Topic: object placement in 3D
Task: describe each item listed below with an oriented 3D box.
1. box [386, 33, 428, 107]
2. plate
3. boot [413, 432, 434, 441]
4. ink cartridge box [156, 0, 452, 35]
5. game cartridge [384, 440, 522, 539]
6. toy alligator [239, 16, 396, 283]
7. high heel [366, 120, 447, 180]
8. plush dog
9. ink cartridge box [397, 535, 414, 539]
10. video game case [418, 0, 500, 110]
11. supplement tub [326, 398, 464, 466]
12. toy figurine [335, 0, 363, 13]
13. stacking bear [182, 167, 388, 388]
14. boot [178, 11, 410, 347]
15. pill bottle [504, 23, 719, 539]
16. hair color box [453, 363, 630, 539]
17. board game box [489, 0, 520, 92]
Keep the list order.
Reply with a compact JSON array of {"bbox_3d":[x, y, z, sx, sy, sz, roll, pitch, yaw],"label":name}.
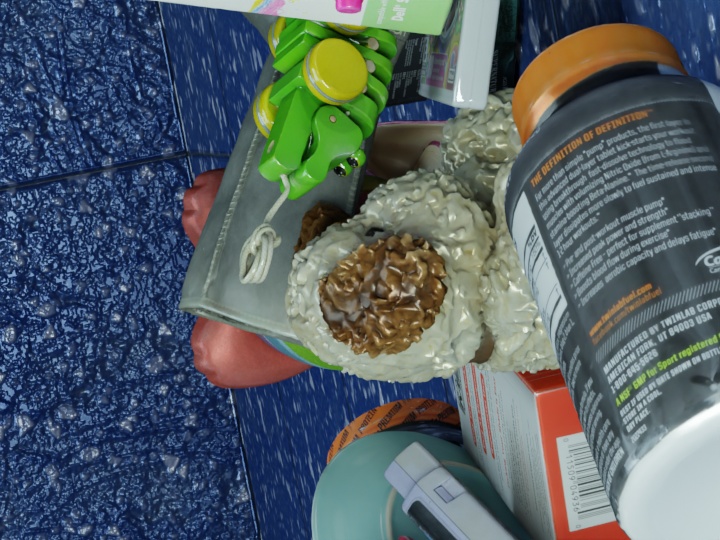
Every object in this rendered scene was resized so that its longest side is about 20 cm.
[{"bbox_3d":[0.006,-0.204,1.466,0.200,0.049,0.162,98,160,-63],"label":"box"},{"bbox_3d":[0.062,0.162,1.419,0.026,0.200,0.201,-46,45,34],"label":"plate"},{"bbox_3d":[0.050,0.193,1.507,0.075,0.073,0.201,33,-131,-68],"label":"boot"},{"bbox_3d":[-0.053,-0.183,1.226,0.067,0.199,0.118,108,167,-67],"label":"ink cartridge box"},{"bbox_3d":[0.093,0.166,1.291,0.130,0.038,0.200,40,-178,-36],"label":"game cartridge"},{"bbox_3d":[-0.015,-0.072,1.259,0.059,0.054,0.201,-34,39,52],"label":"toy alligator"},{"bbox_3d":[0.040,-0.060,1.447,0.200,0.096,0.068,-145,80,-87],"label":"high heel"},{"bbox_3d":[0.049,0.002,1.228,0.200,0.171,0.161,-165,64,-79],"label":"plush dog"},{"bbox_3d":[0.067,0.221,1.245,0.145,0.083,0.200,44,179,-16],"label":"ink cartridge box"},{"bbox_3d":[0.054,-0.178,1.254,0.143,0.018,0.201,-129,46,-83],"label":"video game case"},{"bbox_3d":[0.048,0.182,1.637,0.123,0.122,0.200,88,168,-47],"label":"supplement tub"},{"bbox_3d":[0.005,-0.206,1.125,0.200,0.150,0.184,-109,36,-55],"label":"toy figurine"},{"bbox_3d":[0.000,0.000,1.415,0.200,0.113,0.122,-3,92,62],"label":"stacking bear"},{"bbox_3d":[-0.048,-0.071,1.373,0.182,0.072,0.201,20,98,55],"label":"boot"},{"bbox_3d":[0.117,0.000,1.013,0.106,0.106,0.200,90,166,-51],"label":"pill bottle"},{"bbox_3d":[0.097,0.072,1.384,0.200,0.061,0.102,-129,28,-70],"label":"hair color box"},{"bbox_3d":[0.046,-0.203,1.465,0.135,0.028,0.200,90,165,-53],"label":"board game box"}]
